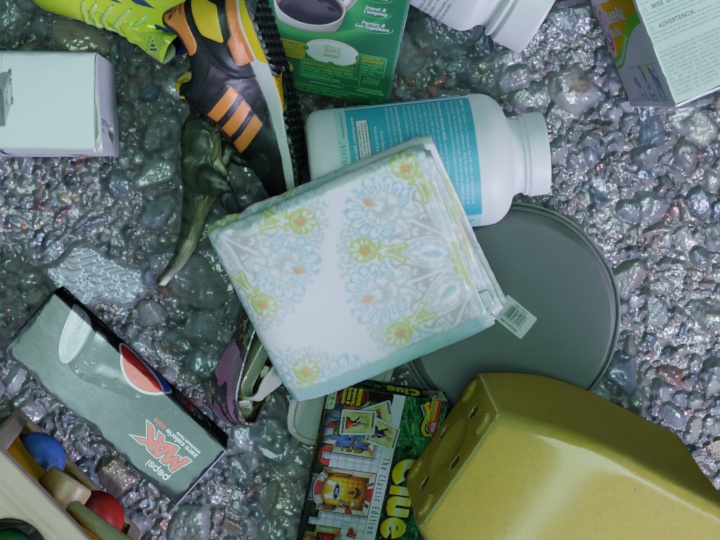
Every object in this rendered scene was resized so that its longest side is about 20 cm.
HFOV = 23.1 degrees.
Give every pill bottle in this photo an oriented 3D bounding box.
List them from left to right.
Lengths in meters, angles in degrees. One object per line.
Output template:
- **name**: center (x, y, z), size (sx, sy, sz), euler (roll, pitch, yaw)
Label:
- **pill bottle**: center (0.056, -0.088, 1.475), size (0.199, 0.111, 0.112), euler (-6, 96, -1)
- **pill bottle**: center (0.069, -0.270, 1.457), size (0.199, 0.113, 0.114), euler (30, 93, -4)

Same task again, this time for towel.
- **towel**: center (0.000, 0.000, 1.425), size (0.199, 0.048, 0.172), euler (-23, 111, 6)

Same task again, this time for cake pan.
- **cake pan**: center (0.130, 0.042, 1.527), size (0.199, 0.037, 0.202), euler (0, 95, -2)

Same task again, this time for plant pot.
- **plant pot**: center (0.150, 0.194, 1.442), size (0.199, 0.196, 0.195), euler (32, 100, -12)

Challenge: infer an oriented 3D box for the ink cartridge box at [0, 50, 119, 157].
- **ink cartridge box**: center (-0.302, -0.135, 1.437), size (0.199, 0.145, 0.084), euler (0, 93, -2)

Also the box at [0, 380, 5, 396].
- **box**: center (-0.433, 0.087, 1.439), size (0.198, 0.171, 0.201), euler (-34, 96, 1)

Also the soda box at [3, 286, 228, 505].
- **soda box**: center (-0.207, 0.106, 1.506), size (0.200, 0.063, 0.071), euler (42, 92, -6)

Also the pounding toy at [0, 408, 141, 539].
- **pounding toy**: center (-0.251, 0.214, 1.445), size (0.142, 0.200, 0.184), euler (-44, 96, 2)

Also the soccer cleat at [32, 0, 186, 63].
- **soccer cleat**: center (-0.183, -0.216, 1.460), size (0.199, 0.065, 0.084), euler (4, 80, 7)

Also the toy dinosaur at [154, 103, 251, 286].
- **toy dinosaur**: center (-0.119, -0.080, 1.504), size (0.088, 0.047, 0.201), euler (9, 100, 0)

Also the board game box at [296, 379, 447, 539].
- **board game box**: center (0.005, 0.191, 1.515), size (0.104, 0.023, 0.201), euler (7, 110, -10)

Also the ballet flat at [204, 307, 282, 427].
- **ballet flat**: center (-0.070, 0.042, 1.498), size (0.071, 0.069, 0.201), euler (27, 97, 39)

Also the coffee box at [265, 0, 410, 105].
- **coffee box**: center (-0.020, -0.219, 1.424), size (0.122, 0.200, 0.044), euler (10, 55, 0)

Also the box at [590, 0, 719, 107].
- **box**: center (0.267, -0.199, 1.429), size (0.112, 0.200, 0.102), euler (-22, 95, 2)

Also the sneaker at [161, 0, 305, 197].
- **sneaker**: center (-0.102, -0.141, 1.435), size (0.089, 0.070, 0.201), euler (-6, 128, 10)

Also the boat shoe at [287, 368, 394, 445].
- **boat shoe**: center (-0.005, 0.057, 1.508), size (0.074, 0.062, 0.201), euler (20, 109, -18)
